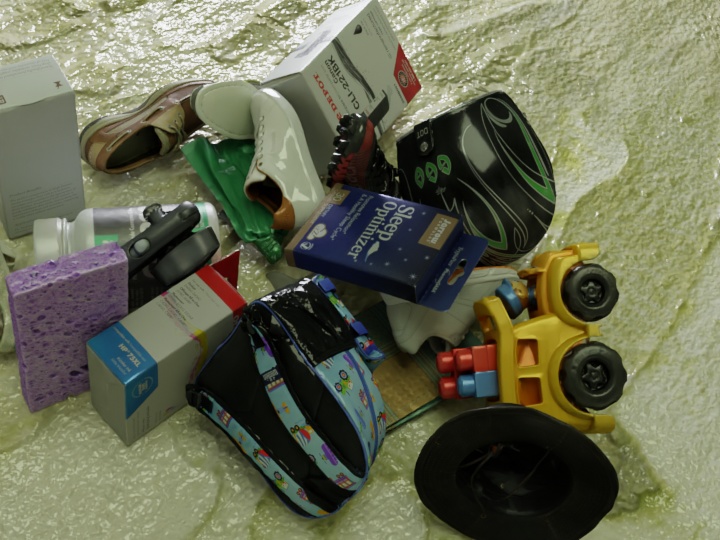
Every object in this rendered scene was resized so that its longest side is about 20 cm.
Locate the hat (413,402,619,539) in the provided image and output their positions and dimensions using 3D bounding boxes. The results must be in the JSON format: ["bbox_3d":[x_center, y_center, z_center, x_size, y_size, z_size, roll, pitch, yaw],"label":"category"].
[{"bbox_3d":[0.153,0.189,1.009,0.197,0.203,0.081,12,33,0],"label":"hat"}]

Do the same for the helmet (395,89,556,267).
[{"bbox_3d":[0.143,-0.098,1.221,0.198,0.199,0.194,-24,89,-27],"label":"helmet"}]

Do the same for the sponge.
[{"bbox_3d":[-0.286,0.059,1.005,0.110,0.202,0.030,-19,58,-26],"label":"sponge"}]

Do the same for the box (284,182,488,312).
[{"bbox_3d":[0.030,-0.029,1.109,0.197,0.033,0.122,17,50,25],"label":"box"}]

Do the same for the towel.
[{"bbox_3d":[0.041,0.101,1.155,0.198,0.022,0.147,-26,59,-27],"label":"towel"}]

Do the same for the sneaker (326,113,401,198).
[{"bbox_3d":[0.007,-0.118,1.212,0.096,0.201,0.072,14,64,0],"label":"sneaker"}]

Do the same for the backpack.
[{"bbox_3d":[-0.052,0.132,1.013,0.201,0.183,0.134,50,40,11],"label":"backpack"}]

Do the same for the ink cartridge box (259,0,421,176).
[{"bbox_3d":[-0.022,-0.241,1.335,0.083,0.145,0.201,-6,35,43],"label":"ink cartridge box"}]

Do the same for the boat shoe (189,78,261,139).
[{"bbox_3d":[-0.147,-0.211,1.309,0.060,0.073,0.200,25,18,36],"label":"boat shoe"}]

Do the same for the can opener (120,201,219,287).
[{"bbox_3d":[-0.243,-0.003,1.041,0.198,0.063,0.079,-33,79,-10],"label":"can opener"}]

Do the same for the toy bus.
[{"bbox_3d":[0.176,0.076,1.096,0.188,0.136,0.204,-2,83,-3],"label":"toy bus"}]

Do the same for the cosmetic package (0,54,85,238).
[{"bbox_3d":[-0.375,-0.137,1.150,0.100,0.202,0.074,-20,56,-26],"label":"cosmetic package"}]

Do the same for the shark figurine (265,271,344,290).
[{"bbox_3d":[-0.003,0.006,1.174,0.213,0.127,0.091,-32,105,-40],"label":"shark figurine"}]

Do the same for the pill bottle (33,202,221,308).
[{"bbox_3d":[-0.258,-0.014,1.129,0.196,0.114,0.114,-5,51,-15],"label":"pill bottle"}]

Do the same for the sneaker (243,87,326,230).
[{"bbox_3d":[-0.108,-0.137,1.212,0.083,0.073,0.202,-11,60,-24],"label":"sneaker"}]

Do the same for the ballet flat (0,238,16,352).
[{"bbox_3d":[-0.406,0.010,1.126,0.062,0.068,0.202,4,48,-45],"label":"ballet flat"}]

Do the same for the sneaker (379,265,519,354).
[{"bbox_3d":[0.106,0.046,1.161,0.197,0.075,0.094,-8,91,-35],"label":"sneaker"}]

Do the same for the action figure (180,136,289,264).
[{"bbox_3d":[-0.139,-0.085,1.250,0.116,0.055,0.201,-12,50,-22],"label":"action figure"}]

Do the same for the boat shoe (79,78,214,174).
[{"bbox_3d":[-0.256,-0.174,1.284,0.198,0.076,0.074,-31,48,-21],"label":"boat shoe"}]

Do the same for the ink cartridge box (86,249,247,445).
[{"bbox_3d":[-0.186,0.077,1.065,0.067,0.117,0.199,40,55,22],"label":"ink cartridge box"}]
